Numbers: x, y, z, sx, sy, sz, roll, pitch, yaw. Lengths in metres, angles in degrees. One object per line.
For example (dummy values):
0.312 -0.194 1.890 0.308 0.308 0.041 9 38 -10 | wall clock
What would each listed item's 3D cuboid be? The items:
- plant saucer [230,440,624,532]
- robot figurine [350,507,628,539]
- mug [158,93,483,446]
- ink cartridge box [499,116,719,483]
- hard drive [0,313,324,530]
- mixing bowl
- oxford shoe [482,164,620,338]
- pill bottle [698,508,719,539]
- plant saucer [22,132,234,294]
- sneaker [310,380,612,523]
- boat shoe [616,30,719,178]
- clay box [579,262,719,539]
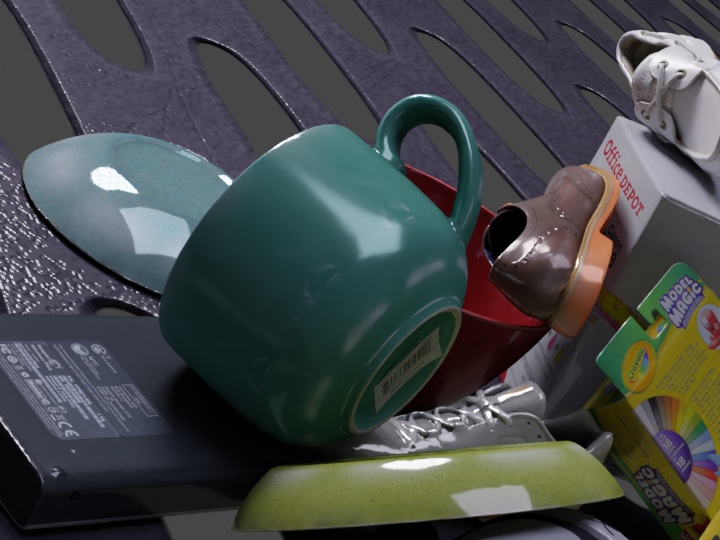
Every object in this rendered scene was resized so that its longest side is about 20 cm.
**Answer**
0.032 0.107 0.881 0.198 0.031 0.200 -5 -6 -1 | plant saucer
0.068 0.180 0.805 0.199 0.124 0.152 -14 84 -60 | robot figurine
-0.008 0.005 0.927 0.114 0.186 0.152 41 28 20 | mug
0.204 0.025 1.212 0.144 0.201 0.146 23 22 -16 | ink cartridge box
-0.126 0.074 0.926 0.199 0.033 0.140 3 34 -48 | hard drive
0.024 0.019 1.130 0.199 0.109 0.201 24 23 -11 | mixing bowl
0.120 -0.030 1.120 0.072 0.072 0.200 23 22 -2 | oxford shoe
0.246 0.162 0.966 0.111 0.201 0.112 24 21 -10 | pill bottle
-0.127 -0.045 1.177 0.200 0.039 0.201 26 22 -11 | plant saucer
0.059 0.097 1.023 0.198 0.093 0.076 14 27 -32 | sneaker
0.215 -0.117 1.192 0.069 0.071 0.200 16 18 -13 | boat shoe
0.218 0.106 1.091 0.201 0.047 0.115 53 54 -9 | clay box
